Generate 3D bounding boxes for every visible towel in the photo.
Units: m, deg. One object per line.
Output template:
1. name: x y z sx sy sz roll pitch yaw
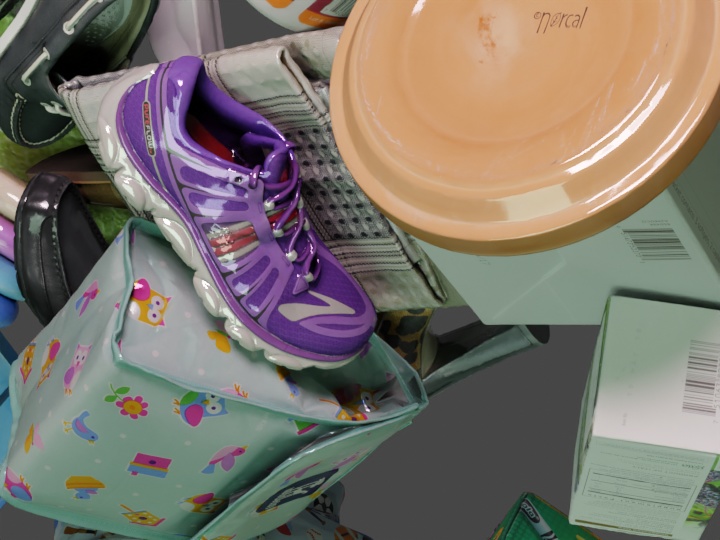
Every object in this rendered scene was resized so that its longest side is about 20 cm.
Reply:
1. towel: -0.050 -0.041 1.275 0.200 0.035 0.193 -8 125 34

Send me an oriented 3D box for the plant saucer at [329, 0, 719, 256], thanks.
1. plant saucer: 0.077 -0.102 1.070 0.200 0.201 0.032 1 154 25

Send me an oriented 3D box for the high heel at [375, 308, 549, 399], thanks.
1. high heel: 0.000 0.000 1.351 0.142 0.071 0.200 -25 116 31

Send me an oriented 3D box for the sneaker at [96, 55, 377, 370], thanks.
1. sneaker: -0.055 -0.028 1.217 0.083 0.081 0.200 -24 117 38

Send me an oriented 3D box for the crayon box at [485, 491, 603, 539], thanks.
1. crayon box: 0.151 0.244 1.455 0.200 0.058 0.119 34 130 1

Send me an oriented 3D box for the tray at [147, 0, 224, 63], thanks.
1. tray: -0.102 -0.179 1.268 0.107 0.022 0.200 -125 23 -45

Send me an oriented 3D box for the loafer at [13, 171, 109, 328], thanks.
1. loafer: -0.156 0.023 1.388 0.070 0.068 0.201 4 134 20

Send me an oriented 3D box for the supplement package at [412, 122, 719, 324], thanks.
1. supplement package: 0.107 -0.063 1.177 0.155 0.111 0.200 0 154 26

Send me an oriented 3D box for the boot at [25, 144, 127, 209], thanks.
1. boot: -0.111 -0.040 1.372 0.200 0.074 0.076 3 117 27

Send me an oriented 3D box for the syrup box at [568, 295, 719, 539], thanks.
1. syrup box: 0.162 0.085 1.259 0.081 0.079 0.200 8 161 5

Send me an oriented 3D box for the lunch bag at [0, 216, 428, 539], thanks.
1. lunch bag: -0.084 0.082 1.315 0.200 0.122 0.170 22 138 -24

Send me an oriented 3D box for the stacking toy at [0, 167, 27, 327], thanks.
1. stacking toy: -0.256 0.034 1.427 0.085 0.085 0.200 32 90 2

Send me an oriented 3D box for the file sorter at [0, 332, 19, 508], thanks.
1. file sorter: -0.321 0.084 1.535 0.139 0.123 0.200 -23 110 35

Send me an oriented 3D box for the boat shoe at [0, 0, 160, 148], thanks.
1. boat shoe: -0.167 -0.123 1.326 0.060 0.075 0.200 59 150 21

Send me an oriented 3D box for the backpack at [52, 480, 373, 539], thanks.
1. backpack: -0.104 0.190 1.466 0.190 0.154 0.200 23 133 -28

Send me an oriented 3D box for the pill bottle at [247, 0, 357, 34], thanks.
1. pill bottle: 0.017 -0.214 1.170 0.110 0.110 0.200 46 130 -9

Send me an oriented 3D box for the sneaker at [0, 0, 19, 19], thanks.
1. sneaker: -0.214 -0.206 1.314 0.090 0.078 0.200 49 127 -4
